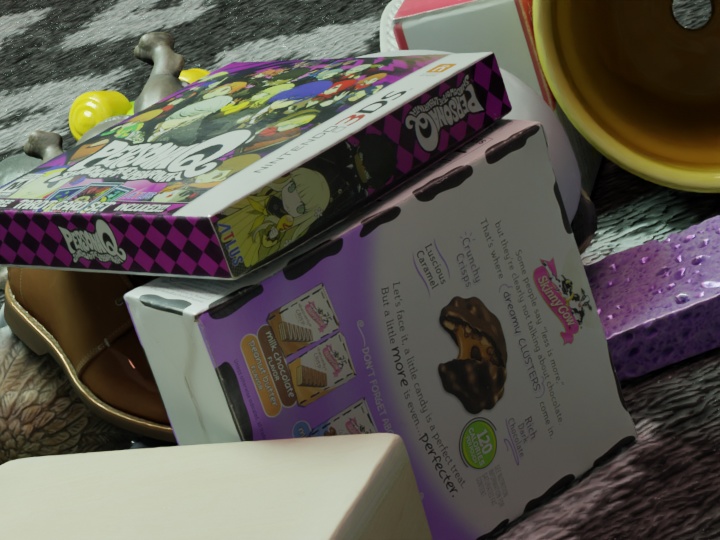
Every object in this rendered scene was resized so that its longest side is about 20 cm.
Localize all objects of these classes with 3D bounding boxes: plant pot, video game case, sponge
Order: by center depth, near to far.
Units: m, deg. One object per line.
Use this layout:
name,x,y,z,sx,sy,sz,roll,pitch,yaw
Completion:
video game case,-0.059,-0.051,1.245,0.181,0.036,0.199,-31,21,-34
sponge,0.149,0.016,1.377,0.199,0.030,0.112,-21,19,2
plant pot,0.199,-0.151,1.557,0.199,0.202,0.189,-18,4,5

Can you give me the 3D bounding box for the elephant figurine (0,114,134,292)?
elephant figurine,-0.129,-0.029,1.605,0.199,0.142,0.155,-7,18,44

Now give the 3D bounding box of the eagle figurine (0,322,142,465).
eagle figurine,-0.217,0.112,1.352,0.199,0.153,0.151,-12,0,36

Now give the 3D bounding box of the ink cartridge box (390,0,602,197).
ink cartridge box,0.094,-0.128,1.640,0.083,0.146,0.200,-13,21,18

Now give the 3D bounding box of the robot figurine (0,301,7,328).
robot figurine,-0.117,0.037,1.462,0.199,0.113,0.170,-31,-7,-25

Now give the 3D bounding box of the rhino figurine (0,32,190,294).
rhino figurine,-0.160,-0.038,1.512,0.200,0.060,0.088,-42,44,8

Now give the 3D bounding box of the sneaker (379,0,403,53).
sneaker,0.040,-0.087,1.723,0.073,0.082,0.201,2,46,11

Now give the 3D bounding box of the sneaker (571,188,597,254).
sneaker,0.066,-0.021,1.482,0.088,0.078,0.199,1,-6,-41

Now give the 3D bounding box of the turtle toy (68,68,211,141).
turtle toy,-0.123,-0.071,1.772,0.199,0.102,0.145,-11,-2,33

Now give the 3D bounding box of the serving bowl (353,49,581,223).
serving bowl,0.010,-0.056,1.377,0.199,0.066,0.201,-10,35,7

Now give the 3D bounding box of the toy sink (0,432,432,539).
toy sink,-0.078,0.153,1.121,0.199,0.113,0.130,-6,24,24

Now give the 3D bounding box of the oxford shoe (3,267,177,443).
oxford shoe,-0.110,0.023,1.292,0.071,0.072,0.200,-23,39,-36

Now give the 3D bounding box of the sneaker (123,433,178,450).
sneaker,-0.050,0.094,1.322,0.074,0.081,0.200,20,36,19

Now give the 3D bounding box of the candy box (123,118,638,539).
candy box,0.014,0.045,1.226,0.199,0.169,0.071,-30,22,-28
